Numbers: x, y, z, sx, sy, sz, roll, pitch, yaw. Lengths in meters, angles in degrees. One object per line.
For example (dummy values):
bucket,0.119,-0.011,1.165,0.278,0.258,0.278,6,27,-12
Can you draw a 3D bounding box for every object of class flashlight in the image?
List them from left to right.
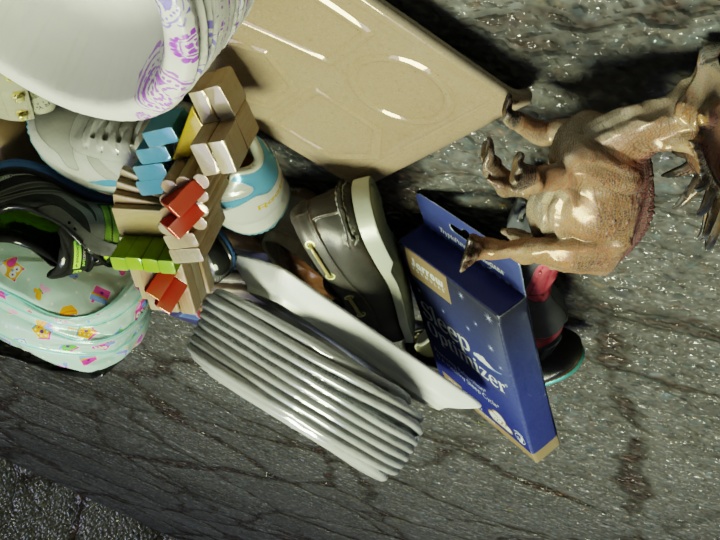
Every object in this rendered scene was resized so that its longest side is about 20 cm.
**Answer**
flashlight,0.134,0.003,0.780,0.068,0.067,0.200,53,161,19

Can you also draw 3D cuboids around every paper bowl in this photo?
paper bowl,-0.135,-0.175,0.500,0.200,0.105,0.201,25,151,15

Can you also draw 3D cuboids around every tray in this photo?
tray,-0.007,0.052,0.812,0.200,0.022,0.107,35,170,-25

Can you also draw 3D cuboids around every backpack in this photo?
backpack,-0.285,0.009,0.977,0.199,0.167,0.127,26,151,5

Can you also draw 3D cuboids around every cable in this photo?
cable,-0.044,0.088,0.835,0.199,0.069,0.200,34,172,-14

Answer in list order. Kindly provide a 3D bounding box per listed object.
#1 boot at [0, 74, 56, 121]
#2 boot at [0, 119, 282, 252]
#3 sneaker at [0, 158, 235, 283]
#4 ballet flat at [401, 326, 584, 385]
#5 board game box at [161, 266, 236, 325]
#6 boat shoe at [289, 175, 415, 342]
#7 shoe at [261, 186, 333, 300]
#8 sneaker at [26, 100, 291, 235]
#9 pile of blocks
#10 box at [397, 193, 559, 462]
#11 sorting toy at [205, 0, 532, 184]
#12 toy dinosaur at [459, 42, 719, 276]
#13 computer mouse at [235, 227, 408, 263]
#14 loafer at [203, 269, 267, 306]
boot,-0.213,-0.149,0.694,0.199,0.072,0.155,22,158,11
boot,-0.175,-0.075,0.854,0.199,0.067,0.175,9,165,22
sneaker,-0.192,-0.021,0.801,0.198,0.083,0.071,15,135,-4
ballet flat,0.104,0.071,0.955,0.068,0.068,0.199,40,150,-24
board game box,-0.129,0.032,1.086,0.199,0.035,0.135,21,157,-2
boat shoe,0.000,0.000,0.803,0.060,0.072,0.202,-12,149,7
shoe,-0.030,0.022,0.883,0.069,0.054,0.201,-5,133,25
sneaker,-0.146,-0.091,0.758,0.199,0.077,0.081,16,160,11
pile of blocks,-0.125,-0.040,0.691,0.082,0.062,0.201,21,132,-2
box,0.087,0.044,0.814,0.121,0.032,0.201,39,156,45
sorting toy,-0.023,-0.124,0.657,0.199,0.037,0.185,25,157,-24
toy dinosaur,0.136,-0.039,0.604,0.135,0.086,0.200,13,150,-4
computer mouse,-0.035,-0.015,0.909,0.199,0.034,0.059,0,150,37
loafer,-0.067,0.044,0.969,0.199,0.072,0.073,12,178,-7
